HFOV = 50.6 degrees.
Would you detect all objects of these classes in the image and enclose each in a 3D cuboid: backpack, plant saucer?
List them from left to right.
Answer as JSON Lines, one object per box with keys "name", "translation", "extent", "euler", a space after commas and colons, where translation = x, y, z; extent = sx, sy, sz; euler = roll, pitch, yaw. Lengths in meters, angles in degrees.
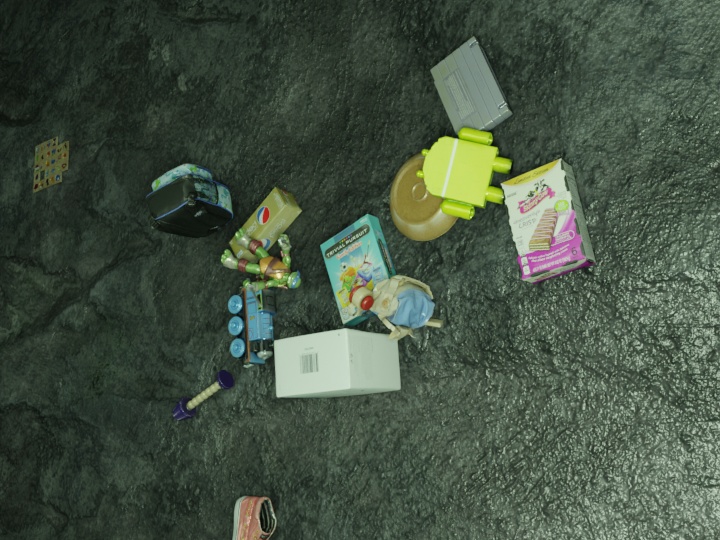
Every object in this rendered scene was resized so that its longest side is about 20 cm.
{"name": "backpack", "translation": [-0.437, -0.180, 1.988], "extent": [0.180, 0.199, 0.150], "euler": [-25, 67, 27]}
{"name": "plant saucer", "translation": [0.136, -0.168, 1.665], "extent": [0.196, 0.035, 0.206], "euler": [-7, 77, 35]}

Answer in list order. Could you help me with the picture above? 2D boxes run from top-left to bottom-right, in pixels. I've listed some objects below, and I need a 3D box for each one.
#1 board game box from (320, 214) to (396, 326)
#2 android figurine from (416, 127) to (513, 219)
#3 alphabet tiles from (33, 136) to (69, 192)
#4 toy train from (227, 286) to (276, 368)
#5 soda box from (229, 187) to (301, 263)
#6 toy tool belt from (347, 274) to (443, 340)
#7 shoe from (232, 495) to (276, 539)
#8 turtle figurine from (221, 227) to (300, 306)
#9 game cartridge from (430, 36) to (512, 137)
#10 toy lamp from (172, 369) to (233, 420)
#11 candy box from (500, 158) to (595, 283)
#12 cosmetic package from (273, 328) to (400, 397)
{"name": "board game box", "translation": [0.000, 0.000, 1.727], "extent": [0.149, 0.047, 0.204], "euler": [-31, 65, 28]}
{"name": "android figurine", "translation": [0.213, -0.204, 1.580], "extent": [0.195, 0.041, 0.187], "euler": [13, 90, 19]}
{"name": "alphabet tiles", "translation": [-1.055, -0.369, 2.599], "extent": [0.196, 0.007, 0.172], "euler": [-11, 75, 34]}
{"name": "toy train", "translation": [-0.262, 0.134, 1.875], "extent": [0.112, 0.086, 0.205], "euler": [-13, 73, 27]}
{"name": "soda box", "translation": [-0.239, -0.110, 1.910], "extent": [0.200, 0.067, 0.065], "euler": [-46, 58, 21]}
{"name": "toy tool belt", "translation": [0.079, 0.080, 1.562], "extent": [0.122, 0.197, 0.127], "euler": [38, 112, 36]}
{"name": "shoe", "translation": [-0.249, 0.631, 1.778], "extent": [0.090, 0.071, 0.205], "euler": [-16, 68, 39]}
{"name": "turtle figurine", "translation": [-0.235, -0.028, 1.795], "extent": [0.191, 0.199, 0.147], "euler": [25, 104, 20]}
{"name": "game cartridge", "translation": [0.234, -0.383, 1.635], "extent": [0.129, 0.038, 0.204], "euler": [-33, 64, 31]}
{"name": "toy lamp", "translation": [-0.411, 0.327, 1.964], "extent": [0.199, 0.058, 0.059], "euler": [-38, 61, 25]}
{"name": "candy box", "translation": [0.360, -0.094, 1.471], "extent": [0.134, 0.060, 0.205], "euler": [-21, 69, 32]}
{"name": "cosmetic package", "translation": [-0.048, 0.204, 1.630], "extent": [0.196, 0.198, 0.126], "euler": [-12, 77, 34]}
